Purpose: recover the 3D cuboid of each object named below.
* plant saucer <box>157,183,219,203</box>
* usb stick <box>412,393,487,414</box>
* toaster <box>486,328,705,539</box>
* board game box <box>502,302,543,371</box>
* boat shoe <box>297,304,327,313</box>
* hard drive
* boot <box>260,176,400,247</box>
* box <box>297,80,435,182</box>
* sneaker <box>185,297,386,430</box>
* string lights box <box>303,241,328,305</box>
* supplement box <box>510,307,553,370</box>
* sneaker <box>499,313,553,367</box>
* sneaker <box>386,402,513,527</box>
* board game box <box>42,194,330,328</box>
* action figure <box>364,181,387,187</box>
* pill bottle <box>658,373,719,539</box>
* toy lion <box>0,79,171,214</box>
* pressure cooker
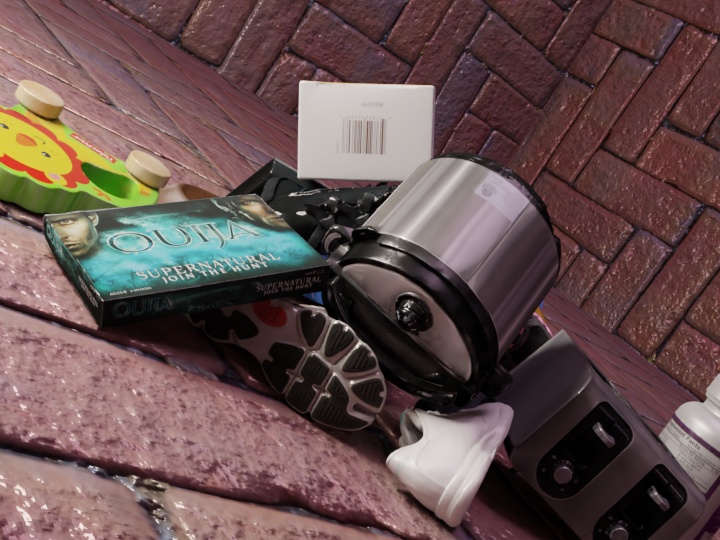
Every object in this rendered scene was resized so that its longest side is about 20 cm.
[{"bbox_3d":[-0.156,-0.046,1.151,0.199,0.037,0.201,33,11,-7],"label":"plant saucer"},{"bbox_3d":[0.101,0.128,1.024,0.056,0.033,0.200,50,25,4],"label":"usb stick"},{"bbox_3d":[0.222,0.175,0.979,0.181,0.118,0.200,48,9,-10],"label":"toaster"},{"bbox_3d":[0.170,0.057,1.288,0.133,0.203,0.045,29,-29,-28],"label":"board game box"},{"bbox_3d":[-0.010,0.081,0.996,0.066,0.058,0.199,8,-10,32],"label":"boat shoe"},{"bbox_3d":[-0.067,-0.061,1.288,0.198,0.033,0.139,28,-32,-26],"label":"hard drive"},{"bbox_3d":[-0.031,-0.067,1.101,0.160,0.075,0.198,-6,13,8],"label":"boot"},{"bbox_3d":[0.004,-0.163,1.168,0.150,0.108,0.200,1,9,-2],"label":"box"},{"bbox_3d":[-0.056,0.058,0.857,0.199,0.081,0.083,36,4,17],"label":"sneaker"},{"bbox_3d":[0.000,0.000,1.086,0.101,0.060,0.200,-12,11,-20],"label":"string lights box"},{"bbox_3d":[0.220,0.122,1.222,0.202,0.068,0.067,64,9,-2],"label":"supplement box"},{"bbox_3d":[0.144,0.055,1.136,0.199,0.080,0.095,34,5,-9],"label":"sneaker"},{"bbox_3d":[0.076,0.145,0.868,0.088,0.076,0.200,28,14,11],"label":"sneaker"},{"bbox_3d":[-0.141,-0.014,0.814,0.198,0.029,0.135,-9,35,-35],"label":"board game box"},{"bbox_3d":[0.057,-0.012,1.206,0.202,0.054,0.118,60,-24,-12],"label":"action figure"},{"bbox_3d":[0.387,0.224,1.139,0.111,0.201,0.112,32,10,-6],"label":"pill bottle"},{"bbox_3d":[-0.286,-0.097,0.921,0.199,0.069,0.192,32,17,-11],"label":"toy lion"},{"bbox_3d":[0.064,0.013,0.890,0.174,0.200,0.180,12,-43,37],"label":"pressure cooker"}]
